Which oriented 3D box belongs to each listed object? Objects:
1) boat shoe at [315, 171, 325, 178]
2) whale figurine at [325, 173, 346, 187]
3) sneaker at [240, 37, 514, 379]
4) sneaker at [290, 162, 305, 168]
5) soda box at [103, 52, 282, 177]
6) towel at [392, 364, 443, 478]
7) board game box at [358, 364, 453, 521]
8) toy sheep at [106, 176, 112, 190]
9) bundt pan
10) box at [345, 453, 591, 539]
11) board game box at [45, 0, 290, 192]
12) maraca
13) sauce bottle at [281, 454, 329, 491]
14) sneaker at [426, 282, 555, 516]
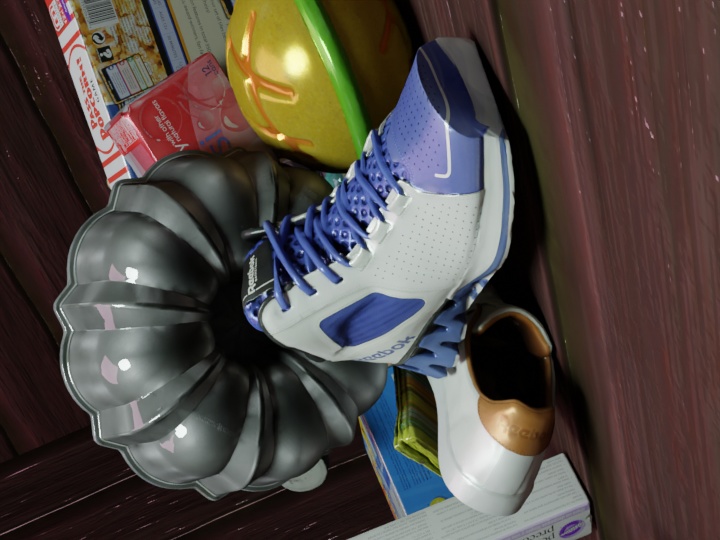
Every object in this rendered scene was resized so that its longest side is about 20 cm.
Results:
[{"bbox_3d":[-0.008,-0.039,1.064,0.072,0.070,0.203,-7,-104,-47],"label":"boat shoe"},{"bbox_3d":[0.000,0.000,0.921,0.161,0.103,0.200,68,-168,2],"label":"whale figurine"},{"bbox_3d":[0.001,-0.011,0.622,0.201,0.113,0.081,102,159,-49],"label":"sneaker"},{"bbox_3d":[-0.025,-0.088,1.161,0.072,0.112,0.201,7,140,38],"label":"sneaker"},{"bbox_3d":[-0.071,-0.027,0.798,0.201,0.070,0.063,57,160,-9],"label":"soda box"},{"bbox_3d":[0.040,0.036,0.822,0.086,0.018,0.202,42,-146,-46],"label":"towel"},{"bbox_3d":[0.060,0.192,1.010,0.196,0.055,0.202,81,166,-68],"label":"board game box"},{"bbox_3d":[-0.110,-0.044,0.962,0.138,0.136,0.203,-136,31,-81],"label":"toy sheep"},{"bbox_3d":[-0.064,0.027,0.717,0.076,0.200,0.204,-8,106,65],"label":"bundt pan"},{"bbox_3d":[0.041,0.169,0.774,0.039,0.197,0.042,75,171,-48],"label":"box"},{"bbox_3d":[-0.091,-0.140,0.868,0.046,0.198,0.154,-16,93,62],"label":"board game box"},{"bbox_3d":[-0.023,-0.116,0.765,0.200,0.106,0.139,88,159,-81],"label":"maraca"},{"bbox_3d":[-0.039,0.080,0.973,0.201,0.065,0.067,-82,-24,-54],"label":"sauce bottle"},{"bbox_3d":[0.075,0.037,0.726,0.201,0.072,0.085,-103,30,-52],"label":"sneaker"}]
